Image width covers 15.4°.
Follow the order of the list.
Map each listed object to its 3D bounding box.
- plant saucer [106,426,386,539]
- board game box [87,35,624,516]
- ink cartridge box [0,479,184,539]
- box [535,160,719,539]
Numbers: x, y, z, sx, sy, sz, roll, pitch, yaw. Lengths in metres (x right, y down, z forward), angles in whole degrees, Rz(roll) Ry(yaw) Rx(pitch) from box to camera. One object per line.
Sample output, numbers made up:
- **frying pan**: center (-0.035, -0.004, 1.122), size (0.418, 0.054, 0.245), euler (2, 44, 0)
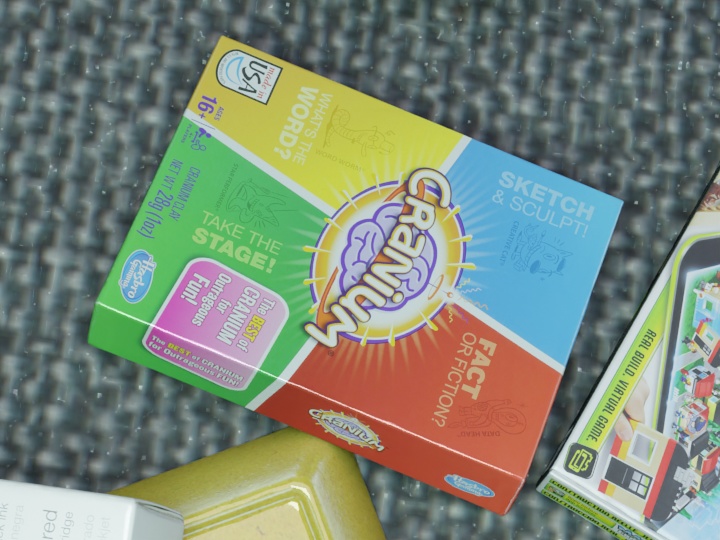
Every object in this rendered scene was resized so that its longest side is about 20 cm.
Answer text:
- **plant saucer**: center (-0.064, 0.178, 1.126), size (0.199, 0.048, 0.201), euler (-19, 76, -11)
- **board game box**: center (0.000, 0.000, 1.180), size (0.199, 0.040, 0.154), euler (22, 61, 0)
- **ink cartridge box**: center (-0.184, 0.153, 1.065), size (0.199, 0.083, 0.147), euler (6, 81, 12)
- **box**: center (0.175, 0.040, 1.204), size (0.110, 0.035, 0.200), euler (30, 72, 3)
